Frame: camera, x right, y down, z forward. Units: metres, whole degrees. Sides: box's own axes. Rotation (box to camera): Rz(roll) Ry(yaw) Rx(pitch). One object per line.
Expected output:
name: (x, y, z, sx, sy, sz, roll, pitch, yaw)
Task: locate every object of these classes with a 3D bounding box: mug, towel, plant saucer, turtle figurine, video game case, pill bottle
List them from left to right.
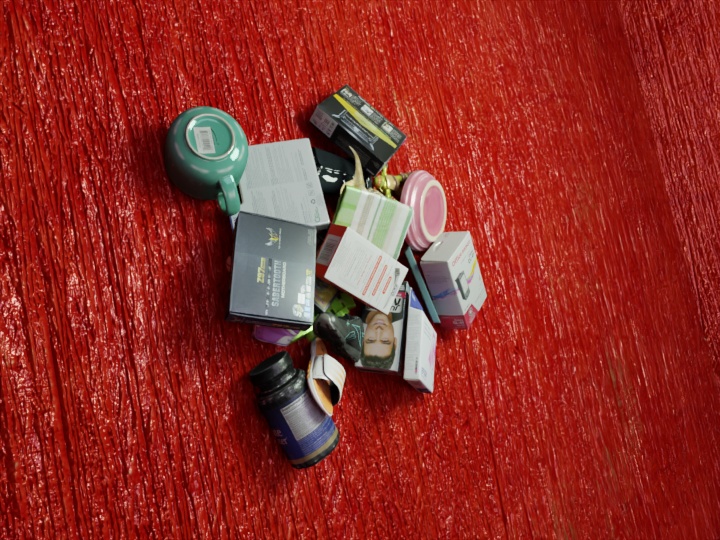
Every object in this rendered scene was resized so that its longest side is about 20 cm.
mug: (-0.273, -0.215, 0.975, 0.183, 0.114, 0.154, 33, 66, -12)
pill bottle: (-0.129, 0.263, 0.998, 0.111, 0.111, 0.203, -34, 99, -38)
video game case: (-0.107, -0.035, 1.109, 0.199, 0.025, 0.182, 42, 54, -6)
towel: (0.019, -0.091, 1.123, 0.197, 0.031, 0.152, 13, 100, -38)
turtle figurine: (0.082, -0.207, 1.306, 0.159, 0.064, 0.204, 1, 69, -45)
plant saucer: (0.152, 0.036, 1.309, 0.019, 0.070, 0.204, -22, 94, 3)
plant saucer: (0.166, -0.151, 1.321, 0.199, 0.050, 0.205, -10, 102, -55)

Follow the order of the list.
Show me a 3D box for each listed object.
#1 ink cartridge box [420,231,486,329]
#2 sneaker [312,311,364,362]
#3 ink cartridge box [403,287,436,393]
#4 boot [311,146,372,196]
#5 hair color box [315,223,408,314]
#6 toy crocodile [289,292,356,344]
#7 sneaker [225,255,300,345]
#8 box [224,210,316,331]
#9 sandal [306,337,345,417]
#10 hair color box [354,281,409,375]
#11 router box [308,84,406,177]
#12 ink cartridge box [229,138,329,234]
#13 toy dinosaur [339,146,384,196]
ink cartridge box: (0.239, 0.025, 1.319, 0.148, 0.084, 0.203, -47, 127, -42)
sneaker: (-0.040, 0.119, 1.061, 0.080, 0.074, 0.201, -64, 156, -19)
ink cartridge box: (0.142, 0.166, 1.202, 0.197, 0.042, 0.204, 50, 44, -65)
boot: (-0.052, -0.171, 1.187, 0.165, 0.076, 0.205, 2, 82, -34)
hair color box: (0.000, 0.000, 1.081, 0.199, 0.063, 0.113, 33, 80, -38)
toy crocodile: (-0.088, 0.098, 1.108, 0.199, 0.062, 0.068, -32, 81, -35)
sneaker: (-0.203, 0.067, 1.016, 0.199, 0.073, 0.115, 39, 97, 4)
box: (-0.162, 0.002, 0.964, 0.155, 0.051, 0.204, 10, 64, -21)
sandal: (-0.064, 0.192, 1.028, 0.080, 0.058, 0.208, 59, 11, -29)
hair color box: (0.052, 0.127, 1.173, 0.061, 0.097, 0.204, 57, 39, -65)
router box: (-0.002, -0.331, 1.224, 0.199, 0.052, 0.158, 40, 44, -3)
ink cartridge box: (-0.180, -0.165, 1.072, 0.196, 0.043, 0.200, -11, 75, -13)
toy dinosaur: (0.001, -0.171, 1.140, 0.100, 0.058, 0.204, 17, 78, -28)
